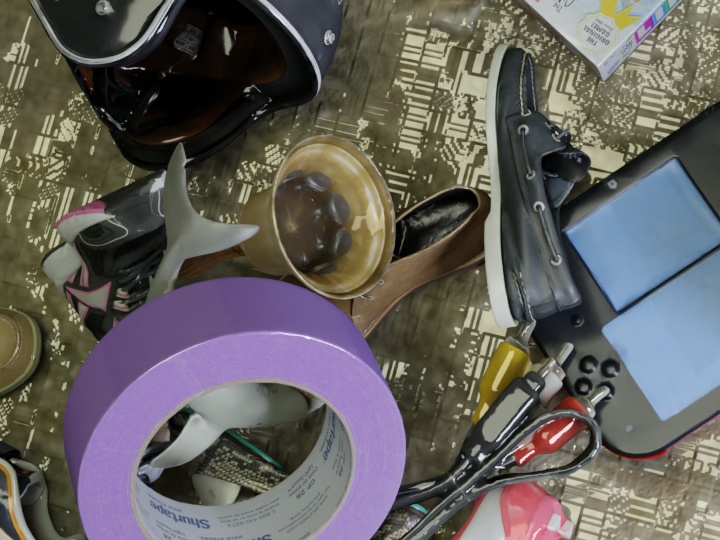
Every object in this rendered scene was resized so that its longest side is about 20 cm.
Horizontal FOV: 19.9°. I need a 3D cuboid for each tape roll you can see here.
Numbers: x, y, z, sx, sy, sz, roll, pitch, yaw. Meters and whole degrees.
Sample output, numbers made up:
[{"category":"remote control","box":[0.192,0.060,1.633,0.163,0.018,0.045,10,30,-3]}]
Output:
[{"category":"tape roll","box":[-0.076,0.106,1.234,0.200,0.200,0.066,-35,34,4]}]

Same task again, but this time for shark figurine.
[{"category":"shark figurine","box":[-0.110,0.032,1.279,0.128,0.215,0.090,-31,45,-7]}]

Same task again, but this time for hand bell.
[{"category":"hand bell","box":[-0.082,-0.020,1.357,0.199,0.104,0.105,-12,73,46]}]

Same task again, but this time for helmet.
[{"category":"helmet","box":[-0.112,-0.181,1.371,0.190,0.200,0.201,-32,73,-3]}]

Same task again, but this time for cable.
[{"category":"cable","box":[0.077,0.128,1.304,0.097,0.050,0.200,43,89,15]}]

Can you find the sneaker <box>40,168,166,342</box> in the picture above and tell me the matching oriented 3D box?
[{"category":"sneaker","box":[-0.150,-0.002,1.352,0.080,0.200,0.087,-29,85,-17]}]

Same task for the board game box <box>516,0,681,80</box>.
[{"category":"board game box","box":[0.141,-0.245,1.402,0.134,0.034,0.200,-46,72,1]}]

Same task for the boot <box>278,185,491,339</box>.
[{"category":"boot","box":[0.000,0.000,1.364,0.199,0.075,0.074,-32,75,6]}]

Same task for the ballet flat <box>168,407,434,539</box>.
[{"category":"ballet flat","box":[-0.051,0.157,1.343,0.199,0.068,0.076,22,69,14]}]

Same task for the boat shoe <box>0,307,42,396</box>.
[{"category":"boat shoe","box":[-0.323,0.057,1.434,0.199,0.063,0.074,-1,78,13]}]

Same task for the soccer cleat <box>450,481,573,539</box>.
[{"category":"soccer cleat","box":[0.066,0.225,1.309,0.076,0.067,0.201,22,83,29]}]

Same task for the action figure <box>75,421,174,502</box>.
[{"category":"action figure","box":[-0.149,0.155,1.347,0.069,0.130,0.201,-7,81,-13]}]

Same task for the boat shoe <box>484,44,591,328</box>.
[{"category":"boat shoe","box":[0.117,-0.060,1.335,0.066,0.075,0.200,-6,59,15]}]

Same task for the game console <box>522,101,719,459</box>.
[{"category":"game console","box":[0.207,0.008,1.335,0.199,0.031,0.177,-33,73,4]}]

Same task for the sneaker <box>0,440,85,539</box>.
[{"category":"sneaker","box":[-0.267,0.142,1.397,0.079,0.078,0.200,-45,84,7]}]
